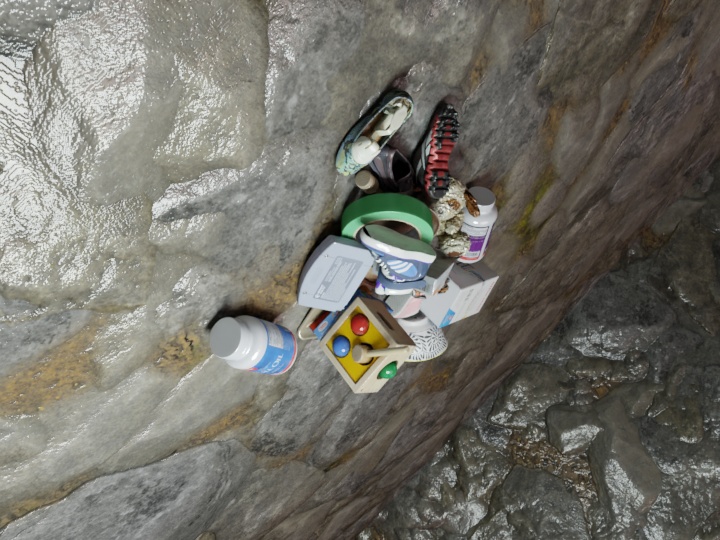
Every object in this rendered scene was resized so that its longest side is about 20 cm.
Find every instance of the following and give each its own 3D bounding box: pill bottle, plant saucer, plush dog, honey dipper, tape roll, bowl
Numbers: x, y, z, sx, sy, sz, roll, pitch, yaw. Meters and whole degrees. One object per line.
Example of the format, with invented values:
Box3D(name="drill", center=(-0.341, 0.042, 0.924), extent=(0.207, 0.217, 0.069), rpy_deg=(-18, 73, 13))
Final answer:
Box3D(name="pill bottle", center=(0.301, -0.123, 1.723), extent=(0.112, 0.112, 0.201), rpy_deg=(-28, 146, -30))
Box3D(name="pill bottle", center=(-0.228, 0.158, 1.364), extent=(0.113, 0.112, 0.200), rpy_deg=(-50, 151, 7))
Box3D(name="plant saucer", center=(0.078, -0.111, 1.430), extent=(0.197, 0.037, 0.201), rpy_deg=(-1, 152, 0))
Box3D(name="plush dog", center=(0.194, -0.152, 1.517), extent=(0.173, 0.198, 0.162), rpy_deg=(112, 1, -51))
Box3D(name="honey dipper", center=(0.043, -0.167, 1.403), extent=(0.038, 0.038, 0.200), rpy_deg=(-49, 155, 5))
Box3D(name="tape roll", center=(0.057, -0.090, 1.382), extent=(0.197, 0.049, 0.201), rpy_deg=(-1, 152, 0))
Box3D(name="bowl", center=(0.153, 0.170, 1.854), extent=(0.199, 0.200, 0.095), rpy_deg=(-22, 119, -37))

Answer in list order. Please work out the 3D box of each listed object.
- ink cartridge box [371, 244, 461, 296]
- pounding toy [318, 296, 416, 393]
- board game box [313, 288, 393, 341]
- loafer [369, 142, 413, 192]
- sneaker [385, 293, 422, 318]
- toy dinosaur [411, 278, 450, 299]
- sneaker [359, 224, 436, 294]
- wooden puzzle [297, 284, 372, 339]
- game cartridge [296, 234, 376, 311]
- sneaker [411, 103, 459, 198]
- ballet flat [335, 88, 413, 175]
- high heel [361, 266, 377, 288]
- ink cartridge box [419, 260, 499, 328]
Box3D(name="ink cartridge box", center=(0.137, -0.015, 1.534), extent=(0.200, 0.161, 0.051), rpy_deg=(-31, 138, -60))
Box3D(name="pounding toy", center=(0.026, 0.176, 1.470), extent=(0.185, 0.200, 0.142), rpy_deg=(-50, 150, 16))
Box3D(name="board game box", center=(-0.013, 0.126, 1.604), extent=(0.151, 0.037, 0.200), rpy_deg=(-46, 152, 7))
Box3D(name="loafer", center=(0.075, -0.210, 1.345), extent=(0.200, 0.062, 0.073), rpy_deg=(35, 75, -60))
Box3D(name="sneaker", center=(0.153, 0.055, 1.791), extent=(0.200, 0.075, 0.104), rpy_deg=(-48, 154, 7))
Box3D(name="toy dinosaur", center=(0.150, 0.007, 1.666), extent=(0.198, 0.102, 0.137), rpy_deg=(5, 108, -43))
Box3D(name="sneaker", center=(0.055, -0.006, 1.357), extent=(0.198, 0.081, 0.147), rpy_deg=(14, 123, -35))
Box3D(name="wooden puzzle", center=(-0.047, 0.090, 1.592), extent=(0.184, 0.046, 0.201), rpy_deg=(-1, 128, -53))
Box3D(name="game cartridge", center=(-0.060, 0.008, 1.415), extent=(0.132, 0.041, 0.201), rpy_deg=(10, 131, -29))
Box3D(name="sneaker", center=(0.158, -0.263, 1.401), extent=(0.070, 0.098, 0.203), rpy_deg=(-2, 106, -36))
Box3D(name="ballet flat", center=(0.029, -0.261, 1.224), extent=(0.201, 0.074, 0.074), rpy_deg=(-53, 151, 5))
Box3D(name="high heel", center=(0.000, 0.000, 1.488), extent=(0.199, 0.096, 0.068), rpy_deg=(7, 123, -56))
Box3D(name="ink cartridge box", center=(0.268, 0.046, 1.857), extent=(0.199, 0.145, 0.148), rpy_deg=(-13, 138, -45))
